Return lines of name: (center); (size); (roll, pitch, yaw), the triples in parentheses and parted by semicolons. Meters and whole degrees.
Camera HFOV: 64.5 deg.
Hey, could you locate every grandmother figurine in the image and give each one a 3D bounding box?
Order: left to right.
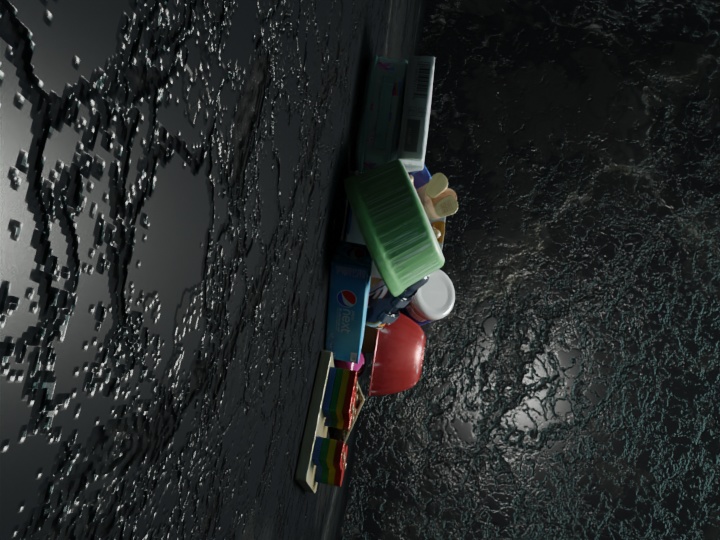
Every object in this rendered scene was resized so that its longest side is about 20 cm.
grandmother figurine: (0.114, -0.116, 1.032); (0.200, 0.059, 0.124); (-178, -110, -76)

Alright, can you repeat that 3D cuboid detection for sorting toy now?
sorting toy: (-0.049, 0.270, 0.983); (0.200, 0.068, 0.205); (90, 10, -64)

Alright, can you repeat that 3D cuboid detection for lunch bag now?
lunch bag: (0.039, -0.268, 0.999); (0.160, 0.075, 0.206); (-43, 141, -79)

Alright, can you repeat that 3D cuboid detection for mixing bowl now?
mixing bowl: (0.084, 0.181, 1.246); (0.200, 0.105, 0.206); (8, 90, -85)

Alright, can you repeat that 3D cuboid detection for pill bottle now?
pill bottle: (0.124, 0.072, 1.333); (0.199, 0.113, 0.119); (-31, -136, 62)

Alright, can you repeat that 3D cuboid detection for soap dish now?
soap dish: (0.010, 0.086, 1.304); (0.157, 0.079, 0.206); (-27, 124, -84)

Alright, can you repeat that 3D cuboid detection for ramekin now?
ramekin: (0.057, -0.072, 0.900); (0.200, 0.096, 0.204); (-24, 91, -83)

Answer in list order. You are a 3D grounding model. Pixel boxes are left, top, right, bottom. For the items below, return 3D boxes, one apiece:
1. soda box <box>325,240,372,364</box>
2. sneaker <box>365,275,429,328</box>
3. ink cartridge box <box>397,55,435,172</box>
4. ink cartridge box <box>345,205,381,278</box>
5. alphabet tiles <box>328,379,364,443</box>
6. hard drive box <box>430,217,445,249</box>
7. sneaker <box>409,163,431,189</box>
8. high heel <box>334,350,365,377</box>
soda box: (-0.020, 0.056, 0.967); (0.068, 0.062, 0.204); (-74, 172, -56)
sneaker: (0.052, 0.059, 1.060); (0.078, 0.197, 0.082); (5, 65, -53)
ink cartridge box: (0.098, -0.254, 0.986); (0.200, 0.055, 0.168); (4, 92, -79)
ink cartridge box: (0.022, -0.079, 1.112); (0.200, 0.082, 0.149); (-62, 161, -78)
alphabet tiles: (-0.039, 0.311, 1.170); (0.200, 0.007, 0.171); (-146, -100, -83)
hard drive box: (0.103, -0.107, 1.366); (0.078, 0.194, 0.159); (94, 7, -49)
sneaker: (0.078, -0.230, 1.122); (0.202, 0.075, 0.112); (56, -12, 28)
high heel: (-0.017, 0.195, 1.123); (0.202, 0.065, 0.098); (85, -5, -56)
